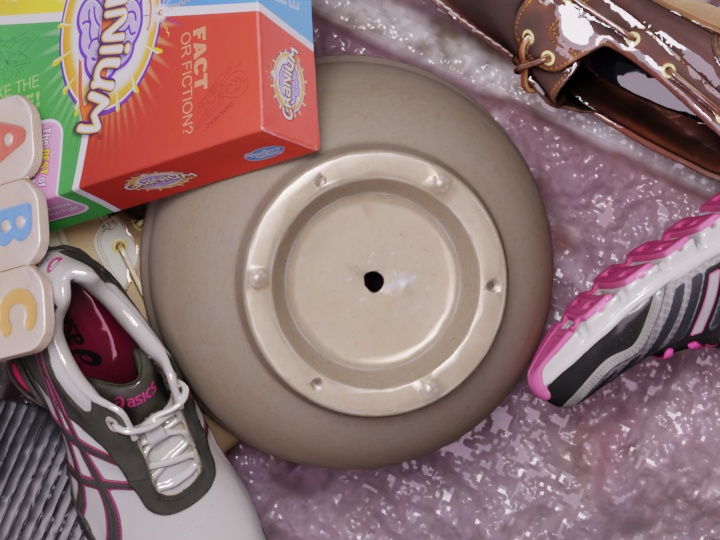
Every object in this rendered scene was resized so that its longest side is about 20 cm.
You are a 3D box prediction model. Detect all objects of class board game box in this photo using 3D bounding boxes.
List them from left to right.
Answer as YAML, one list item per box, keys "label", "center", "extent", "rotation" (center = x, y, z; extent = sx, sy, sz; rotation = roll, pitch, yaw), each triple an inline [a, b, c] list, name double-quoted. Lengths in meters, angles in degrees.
- label: "board game box"
  center: [-0.110, -0.107, 1.379]
  extent: [0.200, 0.040, 0.153]
  rotation: [-16, 69, 36]

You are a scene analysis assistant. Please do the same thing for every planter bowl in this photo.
- label: "planter bowl"
  center: [0.000, 0.000, 1.386]
  extent: [0.200, 0.135, 0.201]
  rotation: [0, 94, -6]

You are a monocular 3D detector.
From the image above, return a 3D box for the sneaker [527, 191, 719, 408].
- label: "sneaker"
  center: [0.173, 0.016, 1.394]
  extent: [0.200, 0.074, 0.088]
  rotation: [-34, 96, -8]

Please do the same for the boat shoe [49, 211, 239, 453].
- label: "boat shoe"
  center: [-0.118, 0.008, 1.477]
  extent: [0.066, 0.074, 0.200]
  rotation: [-22, 96, -12]

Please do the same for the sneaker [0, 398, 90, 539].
- label: "sneaker"
  center: [-0.188, 0.100, 1.489]
  extent: [0.200, 0.089, 0.074]
  rotation: [24, 76, 14]

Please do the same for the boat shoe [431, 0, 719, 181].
- label: "boat shoe"
  center: [0.107, -0.107, 1.404]
  extent: [0.200, 0.070, 0.070]
  rotation: [25, 63, 10]

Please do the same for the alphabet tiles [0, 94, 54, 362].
- label: "alphabet tiles"
  center: [-0.219, -0.005, 1.410]
  extent: [0.195, 0.015, 0.201]
  rotation: [-13, 76, 38]

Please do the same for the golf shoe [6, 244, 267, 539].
- label: "golf shoe"
  center: [-0.105, 0.080, 1.399]
  extent: [0.077, 0.088, 0.200]
  rotation: [-36, 99, -17]
